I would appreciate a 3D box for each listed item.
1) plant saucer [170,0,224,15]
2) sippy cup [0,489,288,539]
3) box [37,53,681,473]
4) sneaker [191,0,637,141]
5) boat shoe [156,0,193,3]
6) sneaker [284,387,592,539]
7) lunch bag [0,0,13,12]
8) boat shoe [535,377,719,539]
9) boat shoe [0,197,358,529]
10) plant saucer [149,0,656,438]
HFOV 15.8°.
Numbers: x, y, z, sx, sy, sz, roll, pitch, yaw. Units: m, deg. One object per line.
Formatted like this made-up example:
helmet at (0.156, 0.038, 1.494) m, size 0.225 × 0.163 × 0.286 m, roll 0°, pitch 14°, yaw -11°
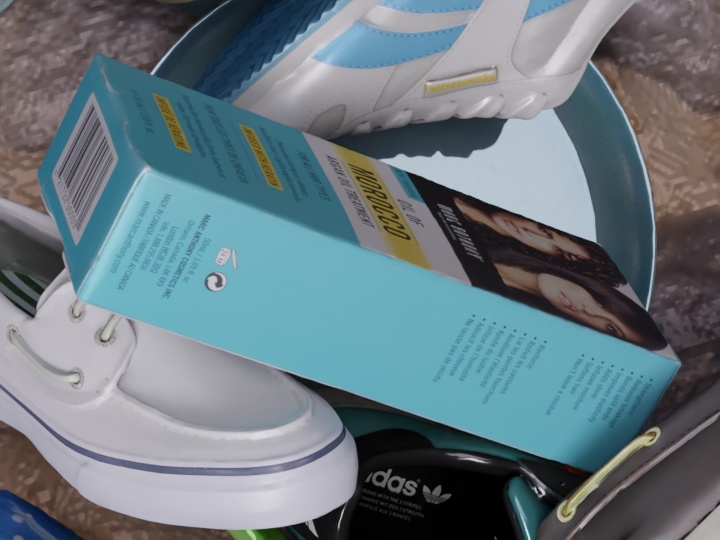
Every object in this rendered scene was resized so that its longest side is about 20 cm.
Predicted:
plant saucer at (-0.033, -0.191, 0.950) m, size 0.199 × 0.027 × 0.202 m, roll 1°, pitch 84°, yaw -5°
sippy cup at (-0.104, 0.149, 0.850) m, size 0.130 × 0.140 × 0.178 m, roll 41°, pitch 62°, yaw 13°
box at (0.000, 0.000, 0.829) m, size 0.199 × 0.082 × 0.049 m, roll 19°, pitch 112°, yaw -26°
sneaker at (0.027, -0.080, 0.879) m, size 0.199 × 0.077 × 0.081 m, roll -33°, pitch 108°, yaw -1°
boat shoe at (0.000, -0.153, 0.830) m, size 0.199 × 0.068 × 0.075 m, roll -26°, pitch 55°, yaw 9°
sneaker at (0.063, 0.093, 0.872) m, size 0.199 × 0.080 × 0.072 m, roll 12°, pitch 102°, yaw -18°
lunch bag at (-0.226, -0.138, 0.897) m, size 0.199 × 0.077 × 0.161 m, roll -22°, pitch 85°, yaw -13°
boat shoe at (0.145, 0.044, 0.819) m, size 0.201 × 0.072 × 0.061 m, roll -37°, pitch 52°, yaw -11°
boat shoe at (-0.082, 0.025, 0.837) m, size 0.073 × 0.199 × 0.067 m, roll -27°, pitch 122°, yaw -40°
plant saucer at (0.006, -0.010, 0.921) m, size 0.199 × 0.027 × 0.202 m, roll 1°, pitch 86°, yaw -8°
